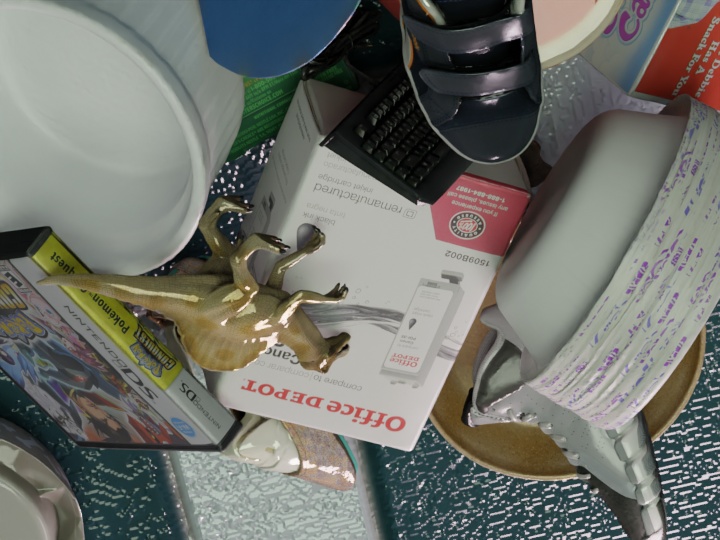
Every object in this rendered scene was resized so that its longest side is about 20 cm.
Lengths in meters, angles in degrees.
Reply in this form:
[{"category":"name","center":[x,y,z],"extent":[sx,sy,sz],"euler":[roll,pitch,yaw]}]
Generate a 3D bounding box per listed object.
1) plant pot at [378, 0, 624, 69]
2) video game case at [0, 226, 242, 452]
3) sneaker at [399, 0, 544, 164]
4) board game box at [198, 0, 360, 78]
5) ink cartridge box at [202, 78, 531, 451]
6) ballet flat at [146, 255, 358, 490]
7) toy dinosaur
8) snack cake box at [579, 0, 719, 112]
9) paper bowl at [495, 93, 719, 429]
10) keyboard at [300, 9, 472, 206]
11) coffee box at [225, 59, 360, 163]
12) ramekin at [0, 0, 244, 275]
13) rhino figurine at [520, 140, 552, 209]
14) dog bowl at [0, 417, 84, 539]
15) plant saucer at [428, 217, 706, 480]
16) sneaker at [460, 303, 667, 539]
[{"category":"plant pot","center":[0.079,-0.213,1.520],"extent":[0.199,0.178,0.202],"euler":[-2,115,-4]},{"category":"video game case","center":[-0.187,0.047,1.619],"extent":[0.181,0.199,0.026],"euler":[47,64,-22]},{"category":"sneaker","center":[0.059,-0.140,1.412],"extent":[0.078,0.080,0.201],"euler":[-14,117,0]},{"category":"board game box","center":[-0.037,-0.208,1.477],"extent":[0.039,0.201,0.158],"euler":[5,154,-41]},{"category":"ink cartridge box","center":[0.000,0.000,1.597],"extent":[0.146,0.083,0.201],"euler":[14,117,-18]},{"category":"ballet flat","center":[-0.078,0.084,1.699],"extent":[0.067,0.068,0.201],"euler":[-45,109,-30]},{"category":"toy dinosaur","center":[-0.081,0.013,1.503],"extent":[0.199,0.058,0.102],"euler":[17,113,-22]},{"category":"snack cake box","center":[0.231,-0.199,1.580],"extent":[0.114,0.067,0.201],"euler":[8,117,-41]},{"category":"paper bowl","center":[0.155,-0.015,1.539],"extent":[0.104,0.201,0.201],"euler":[31,109,-5]},{"category":"keyboard","center":[0.023,-0.110,1.555],"extent":[0.127,0.200,0.021],"euler":[32,120,5]},{"category":"coffee box","center":[-0.097,-0.172,1.595],"extent":[0.122,0.044,0.201],"euler":[-29,115,7]},{"category":"ramekin","center":[-0.167,-0.104,1.553],"extent":[0.199,0.098,0.201],"euler":[14,132,16]},{"category":"rhino figurine","center":[0.020,-0.050,1.655],"extent":[0.199,0.060,0.088],"euler":[-25,118,8]},{"category":"dog bowl","center":[-0.280,0.182,1.733],"extent":[0.198,0.059,0.201],"euler":[-2,115,-4]},{"category":"plant saucer","center":[0.131,0.045,1.722],"extent":[0.199,0.035,0.202],"euler":[-2,115,-4]},{"category":"sneaker","center":[0.128,0.101,1.696],"extent":[0.115,0.075,0.201],"euler":[-17,106,8]}]
